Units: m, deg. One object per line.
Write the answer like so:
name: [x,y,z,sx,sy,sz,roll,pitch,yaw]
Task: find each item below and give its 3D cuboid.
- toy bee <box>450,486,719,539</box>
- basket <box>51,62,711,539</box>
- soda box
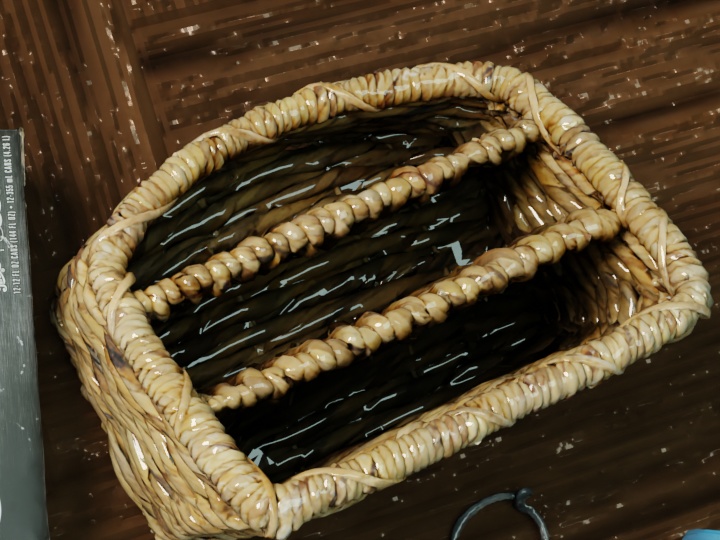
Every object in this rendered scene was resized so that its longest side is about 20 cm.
toy bee: [0.150,0.141,0.860,0.199,0.109,0.132,-3,83,-19]
basket: [0.000,0.000,0.804,0.199,0.149,0.143,-23,88,-20]
soda box: [-0.153,0.053,0.795,0.070,0.063,0.201,-2,80,-19]
